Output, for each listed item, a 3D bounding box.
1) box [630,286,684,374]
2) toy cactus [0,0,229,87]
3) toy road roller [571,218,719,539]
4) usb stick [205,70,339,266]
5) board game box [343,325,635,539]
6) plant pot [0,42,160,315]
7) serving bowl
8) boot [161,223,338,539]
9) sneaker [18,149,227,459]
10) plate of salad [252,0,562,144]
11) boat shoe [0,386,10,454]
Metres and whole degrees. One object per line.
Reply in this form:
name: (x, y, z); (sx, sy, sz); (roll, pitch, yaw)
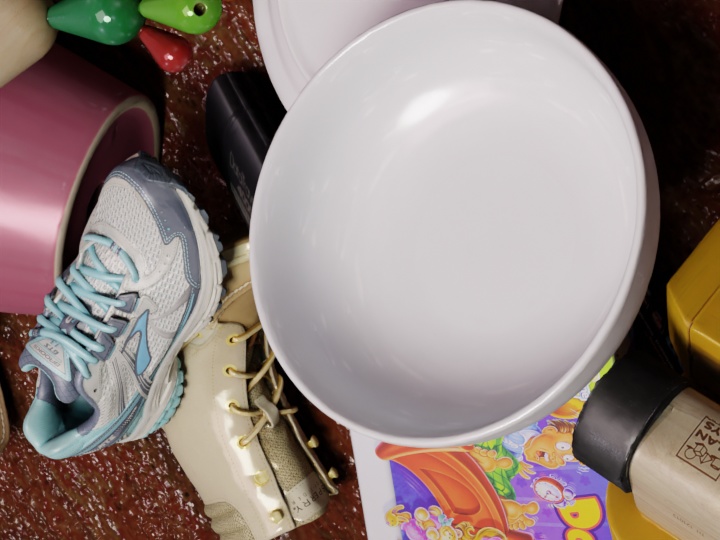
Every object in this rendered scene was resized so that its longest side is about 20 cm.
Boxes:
box: (0.086, 0.072, 1.296); (0.158, 0.046, 0.201); (-25, 105, 26)
toy cactus: (-0.150, -0.152, 1.362); (0.200, 0.165, 0.102); (43, 177, 28)
toy road roller: (0.191, 0.066, 1.188); (0.123, 0.200, 0.146); (32, 161, 24)
usb stick: (-0.044, -0.040, 1.333); (0.200, 0.032, 0.056); (-119, 27, -58)
board game box: (0.071, 0.114, 1.268); (0.134, 0.045, 0.201); (-1, 114, 19)
plant pot: (-0.215, -0.060, 1.446); (0.178, 0.200, 0.201); (18, 124, 13)
serving bowl: (0.050, -0.016, 1.184); (0.199, 0.066, 0.201); (-8, 74, 30)
boot: (-0.056, 0.063, 1.438); (0.200, 0.073, 0.156); (-36, 84, 49)
sneaker: (-0.129, 0.028, 1.373); (0.078, 0.086, 0.201); (41, 139, 26)
plate of salad: (0.026, -0.144, 1.271); (0.199, 0.048, 0.201); (2, 93, 42)
boat shoe: (-0.262, 0.028, 1.598); (0.066, 0.074, 0.201); (-19, 99, 49)
